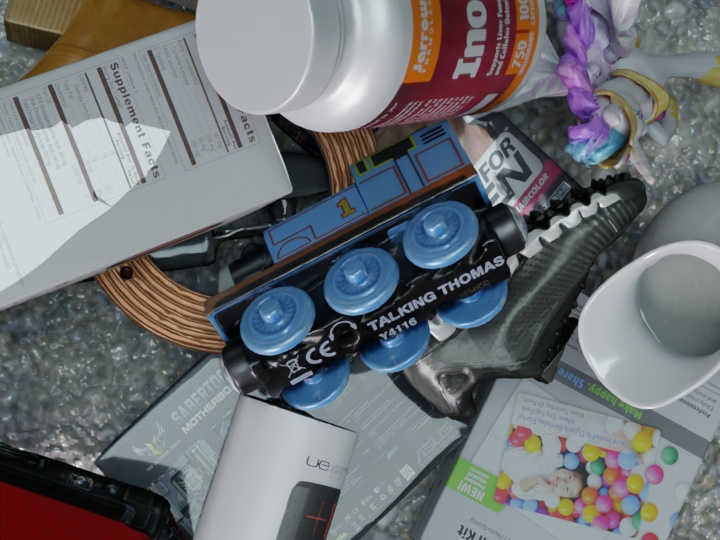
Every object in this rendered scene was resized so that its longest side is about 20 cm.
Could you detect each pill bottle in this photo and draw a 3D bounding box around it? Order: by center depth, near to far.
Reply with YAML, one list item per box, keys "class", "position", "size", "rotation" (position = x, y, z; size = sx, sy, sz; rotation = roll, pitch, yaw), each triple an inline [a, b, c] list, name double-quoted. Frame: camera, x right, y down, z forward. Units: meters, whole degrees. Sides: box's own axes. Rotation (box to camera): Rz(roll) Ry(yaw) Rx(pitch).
- class: "pill bottle"
  position: [0.008, -0.137, 0.778]
  size: [0.199, 0.112, 0.114]
  rotation: [-15, 87, -49]

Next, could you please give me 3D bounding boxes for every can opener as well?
- class: "can opener"
  position: [-0.114, -0.035, 0.917]
  size: [0.197, 0.053, 0.068]
  rotation: [-7, 90, -7]

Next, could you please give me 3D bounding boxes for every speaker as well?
- class: "speaker"
  position: [-0.067, 0.179, 0.845]
  size: [0.080, 0.081, 0.202]
  rotation: [19, 84, -6]

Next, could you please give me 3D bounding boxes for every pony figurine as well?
- class: "pony figurine"
  position: [0.150, -0.152, 0.893]
  size: [0.194, 0.200, 0.166]
  rotation: [51, 126, 4]

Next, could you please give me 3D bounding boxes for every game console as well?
- class: "game console"
  position: [-0.216, 0.163, 0.799]
  size: [0.198, 0.173, 0.120]
  rotation: [17, 65, 10]

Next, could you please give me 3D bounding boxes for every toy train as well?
- class: "toy train"
  position: [0.000, 0.000, 0.832]
  size: [0.198, 0.087, 0.115]
  rotation: [-28, 45, 3]

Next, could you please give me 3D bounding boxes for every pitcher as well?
- class: "pitcher"
  position: [0.241, -0.005, 0.872]
  size: [0.171, 0.199, 0.122]
  rotation: [-40, 80, 31]

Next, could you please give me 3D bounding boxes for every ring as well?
- class: "ring"
  position: [-0.083, -0.048, 0.885]
  size: [0.198, 0.019, 0.203]
  rotation: [0, 90, -8]

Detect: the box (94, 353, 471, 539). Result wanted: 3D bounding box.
- class: "box"
  position: [-0.050, 0.114, 0.917]
  size: [0.200, 0.051, 0.158]
  rotation: [-44, 92, -8]

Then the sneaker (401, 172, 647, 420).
- class: "sneaker"
  position: [0.109, 0.021, 0.881]
  size: [0.199, 0.066, 0.091]
  rotation: [-37, 95, -2]

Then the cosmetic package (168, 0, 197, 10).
- class: "cosmetic package"
  position: [-0.080, -0.218, 0.897]
  size: [0.198, 0.074, 0.103]
  rotation: [23, 81, 16]

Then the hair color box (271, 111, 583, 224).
- class: "hair color box"
  position: [0.046, -0.077, 0.939]
  size: [0.200, 0.061, 0.100]
  rotation: [41, 82, -3]

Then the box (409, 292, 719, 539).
- class: "box"
  position: [0.145, 0.127, 0.948]
  size: [0.155, 0.041, 0.202]
  rotation: [28, 84, -4]

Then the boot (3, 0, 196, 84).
- class: "boot"
  position: [-0.174, -0.087, 0.905]
  size: [0.142, 0.071, 0.204]
  rotation: [12, 80, -6]

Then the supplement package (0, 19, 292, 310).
- class: "supplement package"
  position: [-0.157, -0.055, 0.795]
  size: [0.198, 0.114, 0.111]
  rotation: [-22, 93, -16]
